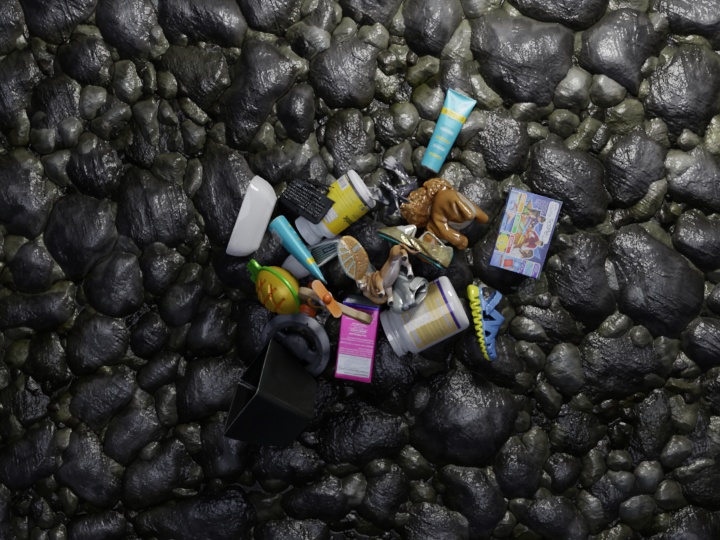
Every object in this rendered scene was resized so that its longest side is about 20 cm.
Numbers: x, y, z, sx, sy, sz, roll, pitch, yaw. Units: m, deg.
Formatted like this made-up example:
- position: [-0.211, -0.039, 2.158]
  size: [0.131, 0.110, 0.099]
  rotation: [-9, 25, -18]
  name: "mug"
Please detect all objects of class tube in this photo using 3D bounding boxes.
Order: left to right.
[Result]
- position: [-0.153, -0.047, 1.525]
  size: [0.050, 0.077, 0.201]
  rotation: [-40, 80, 3]
  name: "tube"
- position: [0.215, -0.349, 1.526]
  size: [0.076, 0.050, 0.203]
  rotation: [24, 95, -5]
  name: "tube"

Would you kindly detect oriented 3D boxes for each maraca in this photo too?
- position: [-0.227, 0.043, 1.579]
  size: [0.198, 0.107, 0.139]
  rotation: [29, 141, 32]
  name: "maraca"

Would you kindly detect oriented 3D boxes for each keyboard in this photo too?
- position: [-0.137, -0.193, 1.522]
  size: [0.105, 0.199, 0.040]
  rotation: [-52, 133, -4]
  name: "keyboard"

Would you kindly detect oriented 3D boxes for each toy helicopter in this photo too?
- position: [-0.062, 0.084, 1.484]
  size: [0.196, 0.133, 0.080]
  rotation: [21, 73, 5]
  name: "toy helicopter"

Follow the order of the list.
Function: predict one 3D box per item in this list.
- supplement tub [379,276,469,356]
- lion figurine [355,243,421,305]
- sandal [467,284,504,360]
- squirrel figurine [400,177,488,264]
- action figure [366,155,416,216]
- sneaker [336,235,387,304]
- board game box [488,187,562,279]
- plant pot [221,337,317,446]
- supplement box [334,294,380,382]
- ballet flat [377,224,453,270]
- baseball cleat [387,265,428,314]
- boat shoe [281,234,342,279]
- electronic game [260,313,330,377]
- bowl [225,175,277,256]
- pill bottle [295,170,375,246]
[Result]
- position: [0.162, 0.120, 1.547]
  size: [0.197, 0.145, 0.148]
  rotation: [-27, 95, 9]
  name: "supplement tub"
- position: [0.072, -0.001, 1.453]
  size: [0.072, 0.123, 0.201]
  rotation: [29, 114, -26]
  name: "lion figurine"
- position: [0.334, 0.133, 1.567]
  size: [0.085, 0.080, 0.205]
  rotation: [-10, 99, 3]
  name: "sandal"
- position: [0.189, -0.122, 1.532]
  size: [0.200, 0.141, 0.187]
  rotation: [45, 111, 13]
  name: "squirrel figurine"
- position: [0.074, -0.209, 1.477]
  size: [0.101, 0.201, 0.120]
  rotation: [32, 110, -16]
  name: "action figure"
- position: [0.000, 0.000, 1.573]
  size: [0.075, 0.088, 0.202]
  rotation: [-33, 100, -1]
  name: "sneaker"
- position: [0.419, -0.095, 1.542]
  size: [0.133, 0.034, 0.204]
  rotation: [16, 100, 3]
  name: "board game box"
- position: [-0.224, 0.341, 1.588]
  size: [0.175, 0.202, 0.200]
  rotation: [30, 121, -17]
  name: "plant pot"
- position: [-0.005, 0.178, 1.596]
  size: [0.101, 0.101, 0.205]
  rotation: [9, 100, 4]
  name: "supplement box"
- position: [0.136, -0.072, 1.467]
  size: [0.198, 0.070, 0.072]
  rotation: [28, 101, 19]
  name: "ballet flat"
- position: [0.121, 0.027, 1.519]
  size: [0.105, 0.202, 0.070]
  rotation: [-20, 131, 19]
  name: "baseball cleat"
- position: [-0.131, -0.036, 1.595]
  size: [0.198, 0.067, 0.074]
  rotation: [-33, 94, 10]
  name: "boat shoe"
- position: [-0.177, 0.208, 1.648]
  size: [0.195, 0.042, 0.205]
  rotation: [2, 106, 9]
  name: "electronic game"
- position: [-0.270, -0.131, 1.536]
  size: [0.073, 0.200, 0.203]
  rotation: [22, 100, -8]
  name: "bowl"
- position: [-0.068, -0.155, 1.549]
  size: [0.198, 0.111, 0.112]
  rotation: [-35, 93, 10]
  name: "pill bottle"
